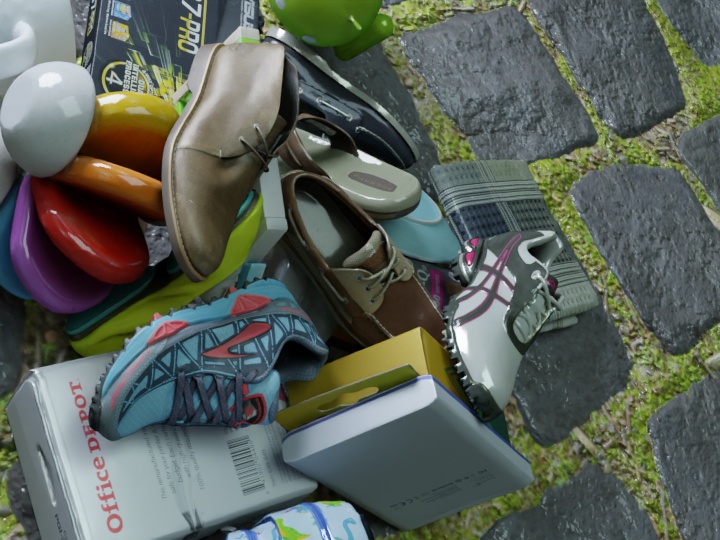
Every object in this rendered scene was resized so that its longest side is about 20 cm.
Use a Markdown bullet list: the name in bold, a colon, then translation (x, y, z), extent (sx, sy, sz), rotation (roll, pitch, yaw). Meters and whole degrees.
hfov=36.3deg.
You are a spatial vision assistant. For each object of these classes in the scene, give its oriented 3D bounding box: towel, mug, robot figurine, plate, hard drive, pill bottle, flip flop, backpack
- **towel**: translation (0.160, -0.026, 1.147), extent (0.198, 0.034, 0.195), rotation (-9, 69, -53)
- **mug**: translation (-0.314, -0.179, 0.833), extent (0.173, 0.150, 0.200), rotation (-14, 31, -27)
- **robot figurine**: translation (-0.040, -0.291, 1.080), extent (0.175, 0.115, 0.201), rotation (44, 11, -27)
- **plate**: translation (0.014, -0.073, 1.029), extent (0.198, 0.026, 0.201), rotation (28, 20, -11)
- **hard drive**: translation (0.043, 0.152, 0.874), extent (0.200, 0.130, 0.026), rotation (43, 29, -50)
- **pill bottle**: translation (0.004, 0.030, 0.978), extent (0.197, 0.116, 0.118), rotation (22, 55, -23)
- **flip flop**: translation (-0.038, -0.101, 0.943), extent (0.197, 0.058, 0.081), rotation (22, 45, 20)
- **backpack**: translation (-0.044, 0.244, 0.779), extent (0.151, 0.200, 0.166), rotation (6, 63, -29)

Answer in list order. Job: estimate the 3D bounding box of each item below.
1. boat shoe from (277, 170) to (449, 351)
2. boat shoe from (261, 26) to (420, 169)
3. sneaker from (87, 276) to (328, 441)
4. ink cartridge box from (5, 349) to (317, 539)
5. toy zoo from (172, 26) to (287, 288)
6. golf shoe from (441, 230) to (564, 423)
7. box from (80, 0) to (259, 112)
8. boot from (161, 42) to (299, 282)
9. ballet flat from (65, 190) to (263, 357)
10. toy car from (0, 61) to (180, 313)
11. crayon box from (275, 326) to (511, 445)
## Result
- **boat shoe**: translation (0.000, 0.000, 0.876), extent (0.200, 0.072, 0.076), rotation (43, 71, -5)
- **boat shoe**: translation (-0.029, -0.157, 1.101), extent (0.199, 0.073, 0.063), rotation (38, 81, -12)
- **sneaker**: translation (-0.099, 0.073, 0.784), extent (0.095, 0.080, 0.199), rotation (41, 46, 22)
- **ink cartridge box**: translation (-0.152, 0.136, 0.839), extent (0.197, 0.085, 0.148), rotation (-10, 72, -39)
- **toy zoo**: translation (-0.109, -0.078, 0.903), extent (0.020, 0.131, 0.204), rotation (1, 73, -35)
- **golf shoe**: translation (0.118, 0.032, 0.891), extent (0.078, 0.087, 0.202), rotation (55, 29, -31)
- **box**: translation (-0.177, -0.199, 1.022), extent (0.159, 0.049, 0.204), rotation (18, 58, -29)
- **boot**: translation (-0.091, -0.086, 0.790), extent (0.074, 0.074, 0.203), rotation (59, 32, -55)
- **ballet flat**: translation (-0.140, 0.014, 0.858), extent (0.067, 0.198, 0.067), rotation (49, 14, -24)
- **toy car**: translation (-0.211, -0.045, 0.823), extent (0.174, 0.198, 0.153), rotation (22, 54, -46)
- **crayon box**: translation (0.028, 0.113, 0.886), extent (0.200, 0.125, 0.052), rotation (43, 31, -51)
